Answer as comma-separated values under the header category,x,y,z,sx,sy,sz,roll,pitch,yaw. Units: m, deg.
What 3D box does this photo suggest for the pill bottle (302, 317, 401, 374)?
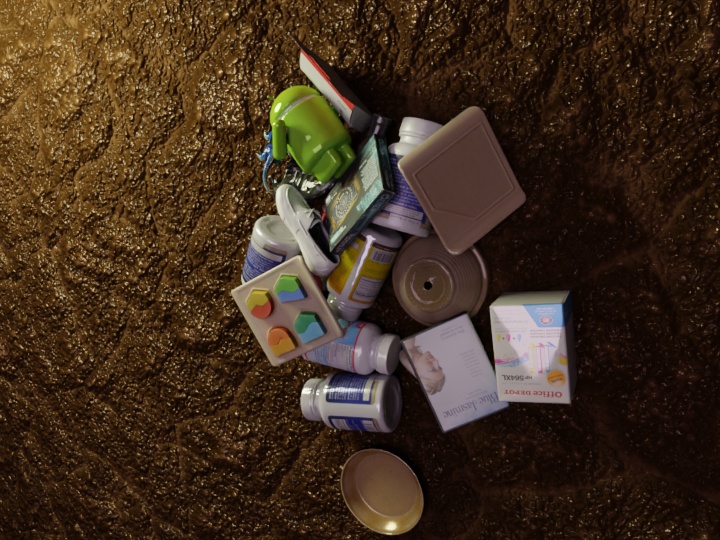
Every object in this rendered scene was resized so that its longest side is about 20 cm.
category,x,y,z,sx,sy,sz,roll,pitch,yaw
pill bottle,-0.021,0.157,1.213,0.198,0.109,0.110,10,104,23

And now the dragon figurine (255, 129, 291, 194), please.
category,x,y,z,sx,sy,sz,roll,pitch,yaw
dragon figurine,-0.168,-0.266,1.194,0.099,0.059,0.201,-25,46,54

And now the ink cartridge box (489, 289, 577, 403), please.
category,x,y,z,sx,sy,sz,roll,pitch,yaw
ink cartridge box,0.317,0.147,1.039,0.128,0.125,0.202,-4,97,26

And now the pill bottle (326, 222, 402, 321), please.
category,x,y,z,sx,sy,sz,roll,pitch,yaw
pill bottle,0.000,0.000,1.173,0.109,0.109,0.201,32,111,17

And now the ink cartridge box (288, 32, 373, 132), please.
category,x,y,z,sx,sy,sz,roll,pitch,yaw
ink cartridge box,-0.062,-0.348,1.087,0.050,0.200,0.161,-42,80,18

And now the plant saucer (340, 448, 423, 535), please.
category,x,y,z,sx,sy,sz,roll,pitch,yaw
plant saucer,0.051,0.486,1.280,0.199,0.035,0.202,5,101,24

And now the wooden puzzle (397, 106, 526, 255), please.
category,x,y,z,sx,sy,sz,roll,pitch,yaw
wooden puzzle,0.182,-0.158,1.022,0.185,0.037,0.201,-38,107,-10

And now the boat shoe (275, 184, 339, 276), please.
category,x,y,z,sx,sy,sz,roll,pitch,yaw
boat shoe,-0.102,-0.088,1.145,0.068,0.072,0.201,-28,81,44

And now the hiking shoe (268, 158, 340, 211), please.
category,x,y,z,sx,sy,sz,roll,pitch,yaw
hiking shoe,-0.114,-0.195,1.210,0.199,0.076,0.101,-20,94,28

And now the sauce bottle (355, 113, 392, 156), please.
category,x,y,z,sx,sy,sz,roll,pitch,yaw
sauce bottle,0.015,-0.210,1.152,0.064,0.065,0.201,27,111,19

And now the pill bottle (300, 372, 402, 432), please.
category,x,y,z,sx,sy,sz,roll,pitch,yaw
pill bottle,-0.021,0.279,1.230,0.198,0.120,0.121,-3,98,26

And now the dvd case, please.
category,x,y,z,sx,sy,sz,roll,pitch,yaw
dvd case,0.180,0.197,1.100,0.142,0.018,0.201,-25,91,11

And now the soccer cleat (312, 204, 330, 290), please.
category,x,y,z,sx,sy,sz,roll,pitch,yaw
soccer cleat,-0.065,-0.053,1.230,0.076,0.067,0.202,13,101,-9

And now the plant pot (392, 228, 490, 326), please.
category,x,y,z,sx,sy,sz,roll,pitch,yaw
plant pot,0.145,0.020,1.117,0.199,0.093,0.203,4,100,25

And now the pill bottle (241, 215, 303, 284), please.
category,x,y,z,sx,sy,sz,roll,pitch,yaw
pill bottle,-0.192,-0.005,1.245,0.119,0.120,0.201,32,121,17

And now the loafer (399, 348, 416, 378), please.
category,x,y,z,sx,sy,sz,roll,pitch,yaw
loafer,0.165,0.213,1.152,0.200,0.076,0.069,40,120,15

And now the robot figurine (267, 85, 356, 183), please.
category,x,y,z,sx,sy,sz,roll,pitch,yaw
robot figurine,-0.096,-0.270,1.113,0.201,0.175,0.116,54,137,6

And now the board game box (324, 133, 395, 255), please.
category,x,y,z,sx,sy,sz,roll,pitch,yaw
board game box,-0.007,-0.138,1.077,0.200,0.028,0.136,-46,42,45

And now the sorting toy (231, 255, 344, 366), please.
category,x,y,z,sx,sy,sz,roll,pitch,yaw
sorting toy,-0.154,0.089,1.168,0.199,0.036,0.186,-25,98,25

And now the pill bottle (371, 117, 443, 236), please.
category,x,y,z,sx,sy,sz,roll,pitch,yaw
pill bottle,0.096,-0.174,1.074,0.119,0.120,0.202,18,97,22
